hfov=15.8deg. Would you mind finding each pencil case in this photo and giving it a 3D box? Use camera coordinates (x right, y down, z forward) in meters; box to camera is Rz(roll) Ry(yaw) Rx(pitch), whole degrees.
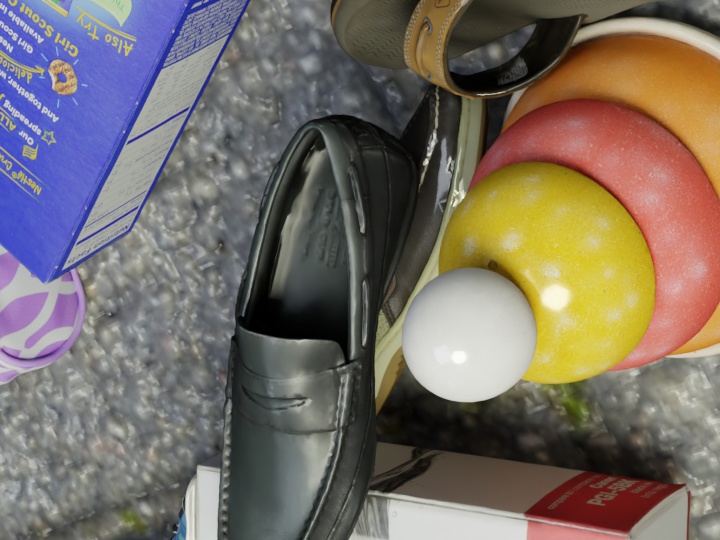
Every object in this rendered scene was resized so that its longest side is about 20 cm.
[{"bbox_3d":[-0.229,0.034,1.299,0.200,0.085,0.084,-23,98,38],"label":"pencil case"}]

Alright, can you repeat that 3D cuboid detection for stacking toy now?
[{"bbox_3d":[0.077,-0.007,0.995,0.146,0.200,0.146,14,116,30],"label":"stacking toy"}]

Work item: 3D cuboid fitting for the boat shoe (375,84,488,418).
[{"bbox_3d":[0.000,0.000,1.124,0.065,0.073,0.200,16,124,-9],"label":"boat shoe"}]

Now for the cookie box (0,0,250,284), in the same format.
[{"bbox_3d":[-0.148,-0.126,1.179,0.171,0.075,0.200,41,126,13],"label":"cookie box"}]

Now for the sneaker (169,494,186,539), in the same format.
[{"bbox_3d":[-0.069,0.144,1.258,0.200,0.078,0.090,-14,86,32],"label":"sneaker"}]

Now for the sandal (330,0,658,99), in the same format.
[{"bbox_3d":[0.056,-0.096,1.021,0.200,0.082,0.055,-6,76,51],"label":"sandal"}]

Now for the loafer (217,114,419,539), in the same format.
[{"bbox_3d":[-0.027,0.035,1.046,0.068,0.070,0.201,11,89,29],"label":"loafer"}]

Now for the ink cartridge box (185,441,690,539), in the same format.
[{"bbox_3d":[0.032,0.155,1.107,0.200,0.083,0.147,7,105,25],"label":"ink cartridge box"}]
